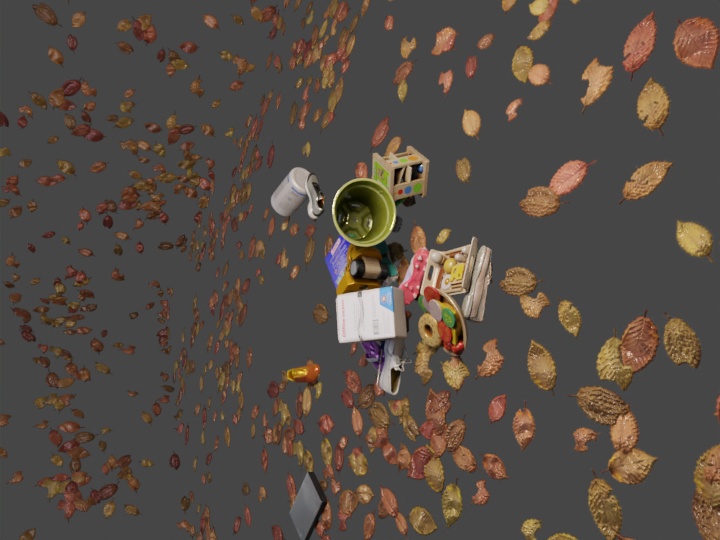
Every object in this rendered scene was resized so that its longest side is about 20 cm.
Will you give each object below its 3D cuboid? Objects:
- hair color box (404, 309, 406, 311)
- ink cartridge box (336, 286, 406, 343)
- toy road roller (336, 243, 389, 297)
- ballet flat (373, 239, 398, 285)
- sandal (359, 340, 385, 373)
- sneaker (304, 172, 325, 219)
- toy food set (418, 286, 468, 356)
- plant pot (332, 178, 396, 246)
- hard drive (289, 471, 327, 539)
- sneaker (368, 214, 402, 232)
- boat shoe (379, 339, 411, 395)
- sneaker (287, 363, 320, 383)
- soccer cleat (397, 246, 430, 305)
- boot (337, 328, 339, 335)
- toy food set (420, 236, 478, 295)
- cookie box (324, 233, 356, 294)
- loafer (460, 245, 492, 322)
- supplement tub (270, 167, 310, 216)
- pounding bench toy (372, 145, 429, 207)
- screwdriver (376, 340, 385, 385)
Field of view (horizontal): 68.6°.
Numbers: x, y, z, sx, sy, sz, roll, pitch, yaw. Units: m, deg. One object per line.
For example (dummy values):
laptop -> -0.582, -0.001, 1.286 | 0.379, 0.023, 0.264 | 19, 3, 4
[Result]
hair color box -> 0.038, 0.143, 1.687 | 0.197, 0.101, 0.063 | 4, 84, 35
ink cartridge box -> 0.032, 0.137, 1.581 | 0.196, 0.084, 0.148 | -10, 77, 31
toy road roller -> 0.000, 0.000, 1.728 | 0.201, 0.120, 0.148 | -59, 35, 42
ballet flat -> 0.070, -0.031, 1.778 | 0.072, 0.071, 0.203 | -51, 43, 34
sandal -> 0.040, 0.271, 1.748 | 0.202, 0.049, 0.084 | 42, 116, 51
sneaker -> -0.183, -0.319, 2.223 | 0.079, 0.073, 0.205 | -24, 67, 39
toy food set -> 0.223, 0.142, 1.453 | 0.199, 0.048, 0.202 | 35, 139, 55
plant pot -> -0.006, -0.169, 1.659 | 0.184, 0.196, 0.205 | 168, 110, -78
hard drive -> -0.193, 0.869, 1.941 | 0.140, 0.032, 0.203 | 45, 118, 50
sneaker -> 0.058, -0.186, 1.812 | 0.199, 0.086, 0.076 | 25, 101, 55
boat shoe -> 0.112, 0.285, 1.620 | 0.086, 0.073, 0.207 | 23, 103, 55
sneaker -> -0.223, 0.409, 2.071 | 0.199, 0.076, 0.075 | -28, 57, 47
soccer cleat -> 0.164, 0.021, 1.640 | 0.077, 0.065, 0.203 | -78, 10, -63
boot -> -0.007, 0.160, 1.841 | 0.198, 0.073, 0.097 | -29, 52, 39
toy food set -> 0.244, -0.008, 1.475 | 0.199, 0.059, 0.146 | -18, 53, 62
cookie box -> -0.038, -0.027, 1.919 | 0.172, 0.074, 0.202 | -54, 42, 32
loafer -> 0.322, 0.039, 1.408 | 0.072, 0.062, 0.204 | -108, 34, -86
supplement tub -> -0.298, -0.346, 2.335 | 0.199, 0.130, 0.135 | -38, 52, 43
pounding bench toy -> 0.131, -0.271, 1.690 | 0.125, 0.153, 0.203 | -128, 30, -47
screwdriver -> 0.067, 0.266, 1.683 | 0.029, 0.027, 0.203 | 85, -166, -55
